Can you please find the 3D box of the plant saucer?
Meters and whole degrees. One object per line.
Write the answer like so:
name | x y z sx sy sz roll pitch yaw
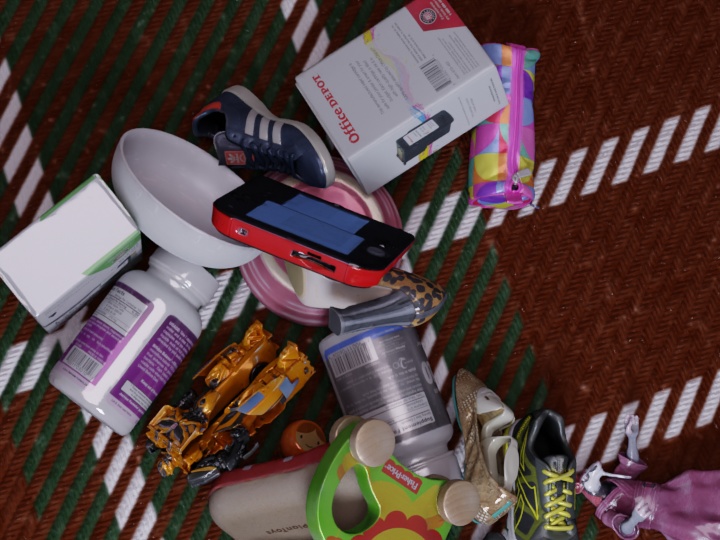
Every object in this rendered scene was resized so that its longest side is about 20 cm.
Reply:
plant saucer | -0.047 -0.038 1.800 0.198 0.051 0.203 1 80 -5

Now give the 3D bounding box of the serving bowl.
serving bowl | -0.195 -0.068 1.712 0.200 0.200 0.066 40 111 2

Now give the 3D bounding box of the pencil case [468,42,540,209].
pencil case | 0.170 -0.168 1.827 0.087 0.088 0.203 2 79 -5

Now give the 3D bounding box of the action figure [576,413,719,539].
action figure | 0.331 0.265 1.774 0.198 0.150 0.135 11 48 15

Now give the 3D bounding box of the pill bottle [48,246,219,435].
pill bottle | -0.246 0.073 1.730 0.112 0.112 0.201 36 79 2

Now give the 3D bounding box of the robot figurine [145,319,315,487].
robot figurine | -0.153 0.149 1.722 0.200 0.144 0.058 -43 129 -18

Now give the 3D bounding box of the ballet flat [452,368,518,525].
ballet flat | 0.146 0.188 1.733 0.065 0.070 0.202 -28 48 27

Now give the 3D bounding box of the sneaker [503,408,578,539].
sneaker | 0.203 0.247 1.720 0.074 0.085 0.202 -1 61 -20

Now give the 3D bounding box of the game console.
game console | -0.050 -0.047 1.683 0.198 0.177 0.031 22 114 10

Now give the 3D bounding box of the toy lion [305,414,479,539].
toy lion | 0.022 0.276 1.597 0.199 0.068 0.193 37 73 -24

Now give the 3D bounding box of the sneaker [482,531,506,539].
sneaker | 0.089 0.366 1.727 0.084 0.075 0.201 37 79 2

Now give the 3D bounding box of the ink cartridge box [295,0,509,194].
ink cartridge box | 0.046 -0.206 1.782 0.199 0.083 0.146 -32 58 0

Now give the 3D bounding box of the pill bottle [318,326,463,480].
pill bottle | 0.037 0.155 1.740 0.113 0.114 0.202 -19 83 -9

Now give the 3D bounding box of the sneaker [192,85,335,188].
sneaker | -0.114 -0.136 1.761 0.084 0.076 0.199 -33 47 -29

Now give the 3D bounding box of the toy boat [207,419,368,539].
toy boat | -0.065 0.223 1.701 0.198 0.131 0.132 -15 49 26

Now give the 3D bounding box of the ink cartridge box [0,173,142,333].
ink cartridge box | -0.315 -0.014 1.695 0.146 0.200 0.085 -40 88 -10

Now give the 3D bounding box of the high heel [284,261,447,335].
high heel | 0.000 0.000 1.722 0.141 0.072 0.200 -10 40 -25
